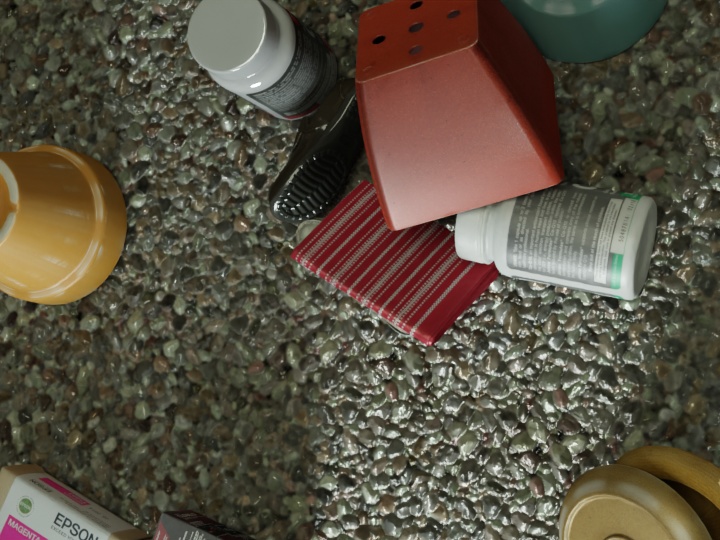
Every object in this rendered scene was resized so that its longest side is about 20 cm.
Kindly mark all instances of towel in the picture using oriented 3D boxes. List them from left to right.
[{"bbox_3d":[0.041,-0.010,1.530,0.200,0.023,0.145,32,58,20],"label":"towel"}]

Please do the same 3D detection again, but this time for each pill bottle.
[{"bbox_3d":[-0.112,-0.250,1.560,0.114,0.200,0.114,-3,82,19],"label":"pill bottle"},{"bbox_3d":[0.211,-0.041,1.464,0.200,0.113,0.113,12,87,20],"label":"pill bottle"}]

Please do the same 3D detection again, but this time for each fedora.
[{"bbox_3d":[0.345,0.255,1.374,0.200,0.082,0.201,23,123,41],"label":"fedora"}]

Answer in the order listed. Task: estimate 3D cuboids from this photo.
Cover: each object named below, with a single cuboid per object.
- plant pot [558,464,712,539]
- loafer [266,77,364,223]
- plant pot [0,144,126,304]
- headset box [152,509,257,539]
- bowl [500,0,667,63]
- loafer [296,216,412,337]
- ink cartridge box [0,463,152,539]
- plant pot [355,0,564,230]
[{"bbox_3d":[0.277,0.297,1.381,0.200,0.027,0.200,23,123,41],"label":"plant pot"},{"bbox_3d":[-0.045,-0.144,1.598,0.200,0.073,0.071,-53,42,-6],"label":"loafer"},{"bbox_3d":[-0.417,-0.066,1.655,0.200,0.183,0.201,-3,82,19],"label":"plant pot"},{"bbox_3d":[-0.174,0.375,1.567,0.200,0.075,0.149,19,89,21],"label":"headset box"},{"bbox_3d":[0.238,-0.341,1.498,0.200,0.105,0.201,-3,82,20],"label":"bowl"},{"bbox_3d":[0.000,0.000,1.560,0.200,0.063,0.072,40,96,20],"label":"loafer"},{"bbox_3d":[-0.377,0.353,1.644,0.200,0.075,0.165,26,93,22],"label":"ink cartridge box"},{"bbox_3d":[0.090,-0.193,1.448,0.199,0.176,0.200,-16,42,17],"label":"plant pot"}]
